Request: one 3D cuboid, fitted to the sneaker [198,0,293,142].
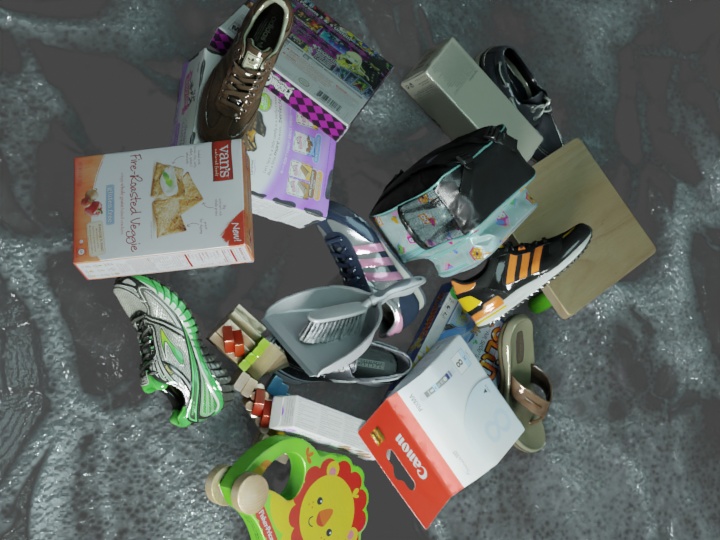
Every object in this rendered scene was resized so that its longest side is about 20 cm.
[{"bbox_3d":[-0.138,-0.237,1.569,0.070,0.076,0.200,22,87,-5],"label":"sneaker"}]

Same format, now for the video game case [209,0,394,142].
[{"bbox_3d":[-0.070,-0.271,1.689,0.200,0.036,0.181,37,39,-4],"label":"video game case"}]

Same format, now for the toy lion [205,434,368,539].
[{"bbox_3d":[-0.072,0.280,1.602,0.192,0.069,0.200,-38,119,-36],"label":"toy lion"}]

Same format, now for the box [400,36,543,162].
[{"bbox_3d":[0.156,-0.221,1.865,0.200,0.068,0.082,47,61,-15],"label":"box"}]

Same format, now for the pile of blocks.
[{"bbox_3d":[-0.115,0.138,1.604,0.082,0.062,0.200,-23,97,-10],"label":"pile of blocks"}]

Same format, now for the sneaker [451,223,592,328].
[{"bbox_3d":[0.211,-0.013,1.771,0.200,0.070,0.090,-39,90,5],"label":"sneaker"}]

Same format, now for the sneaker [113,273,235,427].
[{"bbox_3d":[-0.228,0.092,1.556,0.085,0.078,0.200,-36,100,-30],"label":"sneaker"}]

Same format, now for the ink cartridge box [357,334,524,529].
[{"bbox_3d":[0.105,0.202,1.702,0.200,0.047,0.160,-44,105,-39],"label":"ink cartridge box"}]

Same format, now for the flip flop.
[{"bbox_3d":[0.229,0.156,1.808,0.081,0.057,0.201,-24,115,-49],"label":"flip flop"}]

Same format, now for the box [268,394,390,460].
[{"bbox_3d":[-0.033,0.194,1.636,0.200,0.039,0.042,26,64,-49],"label":"box"}]

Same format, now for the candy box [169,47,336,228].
[{"bbox_3d":[-0.133,-0.162,1.672,0.200,0.071,0.168,16,72,-29],"label":"candy box"}]

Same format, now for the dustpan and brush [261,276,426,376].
[{"bbox_3d":[-0.005,0.051,1.661,0.200,0.140,0.057,-14,129,-30],"label":"dustpan and brush"}]

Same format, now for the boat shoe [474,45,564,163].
[{"bbox_3d":[0.239,-0.236,1.922,0.073,0.063,0.200,-41,102,-31],"label":"boat shoe"}]

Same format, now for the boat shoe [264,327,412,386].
[{"bbox_3d":[-0.028,0.111,1.680,0.200,0.068,0.072,13,74,-28],"label":"boat shoe"}]

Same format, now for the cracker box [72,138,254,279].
[{"bbox_3d":[-0.225,-0.070,1.530,0.199,0.058,0.134,-6,68,4],"label":"cracker box"}]

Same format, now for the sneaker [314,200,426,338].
[{"bbox_3d":[0.000,0.000,1.721,0.200,0.070,0.082,47,58,-13],"label":"sneaker"}]

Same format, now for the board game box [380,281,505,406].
[{"bbox_3d":[0.125,0.133,1.791,0.135,0.034,0.200,38,63,-20],"label":"board game box"}]

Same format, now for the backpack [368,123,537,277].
[{"bbox_3d":[0.116,-0.083,1.737,0.176,0.200,0.153,-45,111,-38],"label":"backpack"}]

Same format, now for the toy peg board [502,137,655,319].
[{"bbox_3d":[0.277,-0.048,1.899,0.200,0.098,0.199,-33,86,-32],"label":"toy peg board"}]
